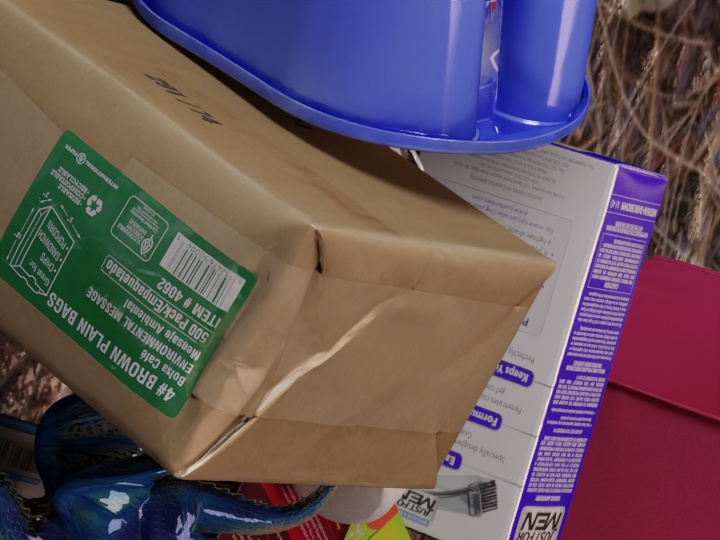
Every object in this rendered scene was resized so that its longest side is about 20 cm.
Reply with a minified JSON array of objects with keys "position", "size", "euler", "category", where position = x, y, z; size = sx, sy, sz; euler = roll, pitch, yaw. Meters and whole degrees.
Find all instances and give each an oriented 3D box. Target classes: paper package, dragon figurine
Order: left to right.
[{"position":[-0.095,0.086,1.070],"size":[0.199,0.059,0.100],"euler":[-15,123,-14],"category":"dragon figurine"},{"position":[-0.060,-0.015,1.008],"size":[0.190,0.200,0.104],"euler":[8,115,-58],"category":"paper package"}]

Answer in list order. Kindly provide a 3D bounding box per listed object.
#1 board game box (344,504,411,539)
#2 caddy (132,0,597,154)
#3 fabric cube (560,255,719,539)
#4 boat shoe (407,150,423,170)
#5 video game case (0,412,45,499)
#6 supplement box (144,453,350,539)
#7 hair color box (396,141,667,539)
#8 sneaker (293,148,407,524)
[{"position":[-0.013,0.182,1.328],"size":[0.102,0.048,0.201],"euler":[-41,140,-17],"category":"board game box"},{"position":[0.002,-0.108,1.044],"size":[0.141,0.200,0.106],"euler":[-15,126,-40],"category":"caddy"},{"position":[0.178,0.128,1.482],"size":[0.199,0.195,0.201],"euler":[-21,124,-52],"category":"fabric cube"},{"position":[-0.008,-0.038,1.219],"size":[0.062,0.075,0.200],"euler":[-46,134,-17],"category":"boat shoe"},{"position":[-0.155,0.164,1.143],"size":[0.143,0.018,0.201],"euler":[26,84,-60],"category":"video game case"},{"position":[-0.054,0.105,1.198],"size":[0.109,0.061,0.201],"euler":[67,38,-48],"category":"supplement box"},{"position":[0.065,0.032,1.333],"size":[0.065,0.109,0.201],"euler":[11,97,-59],"category":"hair color box"},{"position":[0.000,0.000,1.156],"size":[0.088,0.075,0.201],"euler":[-31,123,-54],"category":"sneaker"}]
